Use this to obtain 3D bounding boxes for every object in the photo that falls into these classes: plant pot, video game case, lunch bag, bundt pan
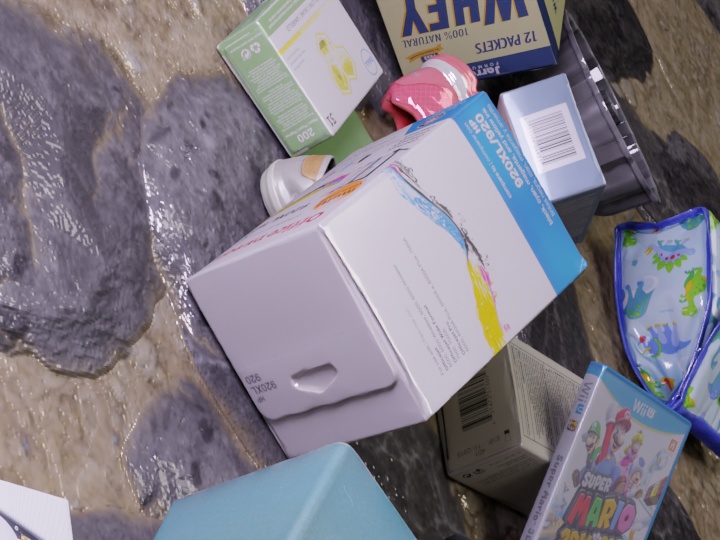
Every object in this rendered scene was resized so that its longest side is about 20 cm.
[{"bbox_3d":[-0.058,0.223,1.121,0.142,0.140,0.200,56,36,-17],"label":"plant pot"},{"bbox_3d":[0.181,0.186,1.575,0.143,0.018,0.202,31,78,-46],"label":"video game case"},{"bbox_3d":[0.324,0.064,1.954,0.170,0.126,0.202,32,54,-50],"label":"lunch bag"},{"bbox_3d":[0.204,-0.136,1.912,0.203,0.075,0.202,58,14,-23],"label":"bundt pan"}]

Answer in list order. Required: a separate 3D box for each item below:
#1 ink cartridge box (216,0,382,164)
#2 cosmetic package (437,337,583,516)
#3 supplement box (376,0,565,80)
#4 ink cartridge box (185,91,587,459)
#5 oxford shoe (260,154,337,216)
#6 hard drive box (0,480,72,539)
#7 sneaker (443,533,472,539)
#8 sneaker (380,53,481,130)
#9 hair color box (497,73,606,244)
[{"bbox_3d":[-0.019,-0.120,1.568,0.201,0.048,0.146,56,28,-12],"label":"ink cartridge box"},{"bbox_3d":[0.143,0.134,1.617,0.200,0.071,0.106,33,42,-46],"label":"cosmetic package"},{"bbox_3d":[0.087,-0.295,1.751,0.201,0.133,0.201,-77,151,-51],"label":"supplement box"},{"bbox_3d":[0.018,0.004,1.362,0.200,0.147,0.145,-40,103,-43],"label":"ink cartridge box"},{"bbox_3d":[0.000,0.000,1.491,0.201,0.057,0.075,58,25,-17],"label":"oxford shoe"},{"bbox_3d":[-0.219,0.169,0.941,0.199,0.076,0.157,25,46,-51],"label":"hard drive box"},{"bbox_3d":[0.060,0.229,1.410,0.200,0.060,0.105,36,40,-52],"label":"sneaker"},{"bbox_3d":[0.070,-0.071,1.684,0.086,0.074,0.202,-23,94,-36],"label":"sneaker"},{"bbox_3d":[0.154,-0.083,1.728,0.200,0.060,0.100,89,-18,-78],"label":"hair color box"}]
